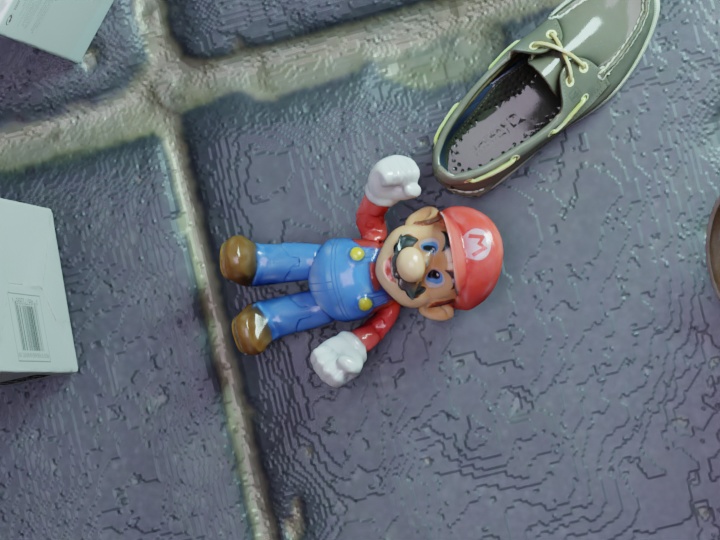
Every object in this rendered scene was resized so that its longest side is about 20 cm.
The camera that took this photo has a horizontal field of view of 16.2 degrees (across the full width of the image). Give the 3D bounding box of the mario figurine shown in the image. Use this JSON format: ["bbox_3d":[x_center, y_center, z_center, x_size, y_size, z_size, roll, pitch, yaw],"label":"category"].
[{"bbox_3d":[0.000,0.000,1.731,0.199,0.106,0.124,-12,127,16],"label":"mario figurine"}]

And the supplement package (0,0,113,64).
[{"bbox_3d":[-0.245,-0.252,1.732,0.150,0.200,0.152,30,93,9],"label":"supplement package"}]

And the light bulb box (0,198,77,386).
[{"bbox_3d":[-0.323,0.027,1.741,0.198,0.198,0.126,-11,85,10],"label":"light bulb box"}]

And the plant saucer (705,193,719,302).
[{"bbox_3d":[0.329,-0.010,1.673,0.199,0.035,0.201,14,129,17],"label":"plant saucer"}]

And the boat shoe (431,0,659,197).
[{"bbox_3d":[0.127,-0.129,1.739,0.202,0.060,0.072,-44,83,6],"label":"boat shoe"}]
